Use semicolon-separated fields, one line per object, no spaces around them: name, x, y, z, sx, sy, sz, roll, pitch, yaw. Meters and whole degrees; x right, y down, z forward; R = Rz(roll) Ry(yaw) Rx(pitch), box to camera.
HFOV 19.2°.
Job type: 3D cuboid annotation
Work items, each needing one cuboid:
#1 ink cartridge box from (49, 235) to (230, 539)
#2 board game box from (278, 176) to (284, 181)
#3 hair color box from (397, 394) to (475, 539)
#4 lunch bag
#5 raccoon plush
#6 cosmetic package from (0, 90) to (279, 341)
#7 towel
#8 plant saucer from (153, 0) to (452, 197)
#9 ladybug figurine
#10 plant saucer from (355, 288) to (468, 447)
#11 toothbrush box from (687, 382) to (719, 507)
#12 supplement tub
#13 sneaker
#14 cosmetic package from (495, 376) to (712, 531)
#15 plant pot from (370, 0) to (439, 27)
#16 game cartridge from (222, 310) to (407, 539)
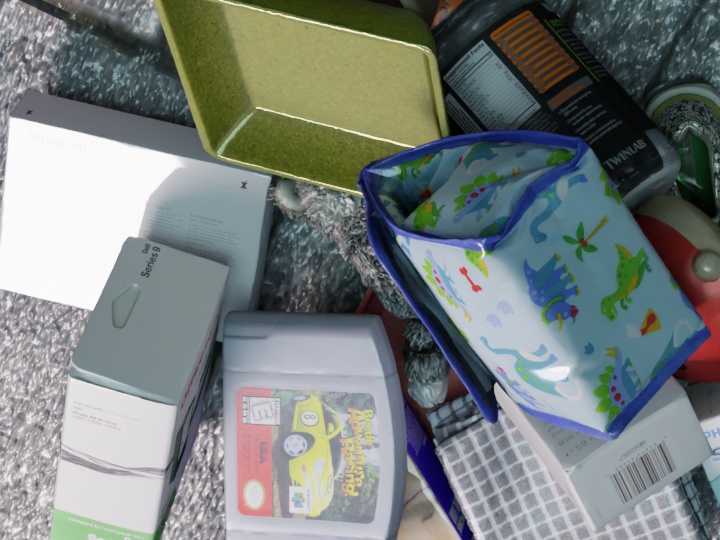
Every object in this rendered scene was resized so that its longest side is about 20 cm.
ink cartridge box;-0.163;0.098;1.563;0.084;0.146;0.200;16;137;1
board game box;-0.016;-0.090;1.584;0.199;0.023;0.105;25;112;-1
hair color box;0.005;0.164;1.605;0.109;0.065;0.200;-28;104;17
lunch bag;0.093;0.004;1.362;0.127;0.200;0.170;-43;116;-18
raccoon plush;0.000;0.000;1.545;0.133;0.097;0.201;7;99;12
cosmetic package;-0.167;-0.039;1.594;0.199;0.052;0.151;14;123;3
towel;0.158;0.166;1.572;0.165;0.086;0.200;-23;103;14
plant saucer;-0.024;-0.127;1.424;0.199;0.048;0.200;15;152;18
ladybug figurine;0.216;0.019;1.446;0.072;0.200;0.136;-31;76;-4
plant saucer;0.059;0.127;1.637;0.200;0.037;0.200;27;110;0
toothbrush box;0.344;0.162;1.581;0.146;0.085;0.200;-22;104;15
supplement tub;0.118;-0.108;1.486;0.123;0.122;0.200;-44;76;19
sneaker;0.243;-0.033;1.529;0.077;0.089;0.201;-13;106;12
cosmetic package;0.148;0.077;1.474;0.101;0.200;0.074;-32;131;-4
plant pot;-0.019;-0.251;1.439;0.200;0.175;0.200;20;154;10
game cartridge;-0.033;0.130;1.539;0.133;0.041;0.201;0;96;13
